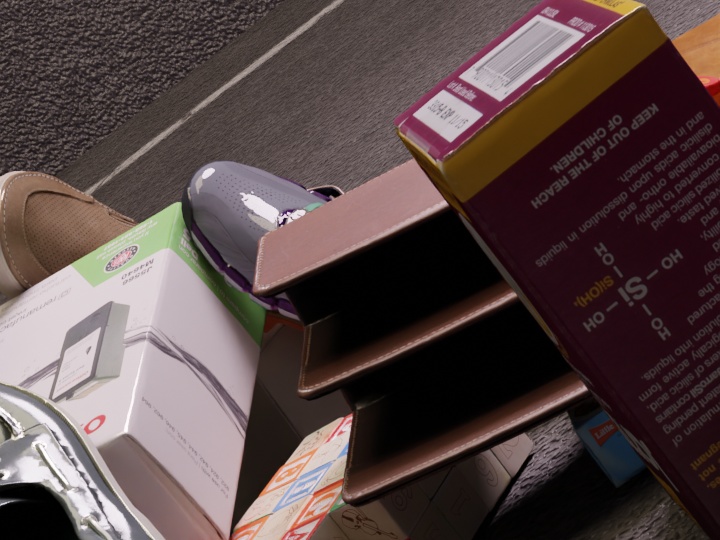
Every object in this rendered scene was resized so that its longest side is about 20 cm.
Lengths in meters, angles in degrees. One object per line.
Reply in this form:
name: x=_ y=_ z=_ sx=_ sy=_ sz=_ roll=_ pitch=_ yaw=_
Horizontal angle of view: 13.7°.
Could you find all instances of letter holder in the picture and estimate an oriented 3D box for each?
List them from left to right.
letter holder: x=0.060 y=0.004 z=1.334 sx=0.199 sy=0.101 sz=0.142 roll=-27 pitch=16 yaw=10

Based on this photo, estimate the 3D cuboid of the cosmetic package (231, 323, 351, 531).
cosmetic package: x=-0.073 y=0.087 z=1.694 sx=0.200 sy=0.087 sz=0.103 roll=-26 pitch=15 yaw=44

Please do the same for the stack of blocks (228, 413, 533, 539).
stack of blocks: x=-0.011 y=0.134 z=1.399 sx=0.115 sy=0.059 sz=0.200 roll=-29 pitch=15 yaw=39

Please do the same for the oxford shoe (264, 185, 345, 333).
oxford shoe: x=0.000 y=0.000 z=1.597 sx=0.072 sy=0.199 sz=0.073 roll=-93 pitch=17 yaw=-46

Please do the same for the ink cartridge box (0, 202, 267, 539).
ink cartridge box: x=-0.134 y=0.078 z=1.507 sx=0.145 sy=0.084 sz=0.200 roll=-29 pitch=27 yaw=22

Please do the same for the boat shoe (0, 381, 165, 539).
boat shoe: x=-0.154 y=0.105 z=1.365 sx=0.200 sy=0.062 sz=0.073 roll=40 pitch=101 yaw=36

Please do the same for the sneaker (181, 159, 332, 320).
sneaker: x=0.004 y=-0.005 z=1.510 sx=0.075 sy=0.200 sz=0.088 roll=-53 pitch=-4 yaw=-33

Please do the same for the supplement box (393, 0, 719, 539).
supplement box: x=0.116 y=-0.004 z=1.189 sx=0.103 sy=0.200 sz=0.131 roll=-38 pitch=11 yaw=-1

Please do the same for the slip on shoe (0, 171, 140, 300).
slip on shoe: x=-0.137 y=-0.004 z=1.643 sx=0.060 sy=0.200 sz=0.076 roll=-11 pitch=63 yaw=28

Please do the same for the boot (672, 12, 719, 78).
boot: x=0.154 y=-0.072 z=1.719 sx=0.199 sy=0.069 sz=0.188 roll=-21 pitch=19 yaw=3

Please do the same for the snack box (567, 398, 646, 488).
snack box: x=0.144 y=0.027 z=1.392 sx=0.116 sy=0.037 sz=0.200 roll=-36 pitch=12 yaw=5

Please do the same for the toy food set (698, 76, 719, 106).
toy food set: x=0.134 y=-0.065 z=1.562 sx=0.197 sy=0.049 sz=0.200 roll=2 pitch=16 yaw=44
